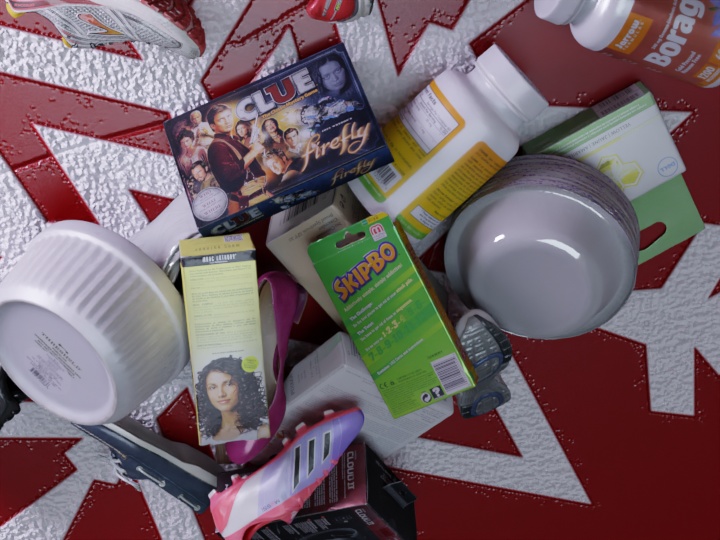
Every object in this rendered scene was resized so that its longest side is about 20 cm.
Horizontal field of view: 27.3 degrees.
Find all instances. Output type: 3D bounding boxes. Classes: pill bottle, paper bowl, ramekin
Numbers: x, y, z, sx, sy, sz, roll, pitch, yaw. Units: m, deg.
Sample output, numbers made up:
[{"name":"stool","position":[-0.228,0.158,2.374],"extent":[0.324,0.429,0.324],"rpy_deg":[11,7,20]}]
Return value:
[{"name":"pill bottle","position":[0.278,-0.258,1.453],"extent":[0.199,0.112,0.113],"rpy_deg":[15,113,-16]},{"name":"pill bottle","position":[0.088,-0.129,1.487],"extent":[0.200,0.111,0.111],"rpy_deg":[-42,115,12]},{"name":"paper bowl","position":[0.186,-0.012,1.528],"extent":[0.199,0.105,0.202],"rpy_deg":[8,128,10]},{"name":"ramekin","position":[-0.275,0.061,1.471],"extent":[0.199,0.105,0.201],"rpy_deg":[20,136,20]}]

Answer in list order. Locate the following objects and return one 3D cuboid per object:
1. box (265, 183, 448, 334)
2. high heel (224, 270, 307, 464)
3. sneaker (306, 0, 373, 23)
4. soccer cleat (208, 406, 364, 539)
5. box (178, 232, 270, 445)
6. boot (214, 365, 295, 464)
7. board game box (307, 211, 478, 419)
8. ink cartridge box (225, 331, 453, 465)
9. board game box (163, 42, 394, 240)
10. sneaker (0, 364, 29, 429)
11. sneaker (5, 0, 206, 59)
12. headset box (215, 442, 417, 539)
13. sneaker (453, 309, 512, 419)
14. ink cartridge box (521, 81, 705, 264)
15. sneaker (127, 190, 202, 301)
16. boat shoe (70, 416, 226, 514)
[{"name":"box","position":[0.000,0.000,1.546],"extent":[0.095,0.078,0.200],"rpy_deg":[-31,117,24]},{"name":"high heel","position":[-0.106,0.099,1.498],"extent":[0.067,0.096,0.201],"rpy_deg":[23,90,19]},{"name":"sneaker","position":[-0.037,-0.326,1.393],"extent":[0.084,0.077,0.201],"rpy_deg":[-9,117,1]},{"name":"soccer cleat","position":[-0.068,0.215,1.530],"extent":[0.200,0.067,0.077],"rpy_deg":[-36,74,12]},{"name":"box","position":[-0.131,0.068,1.439],"extent":[0.075,0.050,0.201],"rpy_deg":[-7,110,-7]},{"name":"boot","position":[-0.089,0.121,1.604],"extent":[0.154,0.077,0.201],"rpy_deg":[-8,114,-7]},{"name":"board game box","position":[0.032,0.043,1.473],"extent":[0.095,0.030,0.201],"rpy_deg":[-23,105,18]},{"name":"ink cartridge box","position":[-0.025,0.157,1.591],"extent":[0.160,0.050,0.200],"rpy_deg":[26,133,-35]},{"name":"board game box","position":[-0.083,-0.126,1.452],"extent":[0.199,0.136,0.035],"rpy_deg":[-24,150,3]},{"name":"sneaker","position":[-0.401,0.149,1.570],"extent":[0.097,0.071,0.201],"rpy_deg":[10,113,-11]},{"name":"sneaker","position":[-0.241,-0.246,1.406],"extent":[0.199,0.078,0.082],"rpy_deg":[22,115,-8]},{"name":"headset box","position":[-0.038,0.264,1.622],"extent":[0.199,0.078,0.149],"rpy_deg":[-15,145,18]},{"name":"sneaker","position":[0.113,0.087,1.571],"extent":[0.074,0.087,0.200],"rpy_deg":[-20,154,-7]},{"name":"ink cartridge box","position":[0.277,-0.081,1.578],"extent":[0.145,0.048,0.201],"rpy_deg":[-28,115,6]},{"name":"sneaker","position":[-0.210,0.008,1.507],"extent":[0.074,0.116,0.200],"rpy_deg":[36,107,-25]},{"name":"boat shoe","position":[-0.238,0.206,1.626],"extent":[0.200,0.075,0.062],"rpy_deg":[31,97,-31]}]
